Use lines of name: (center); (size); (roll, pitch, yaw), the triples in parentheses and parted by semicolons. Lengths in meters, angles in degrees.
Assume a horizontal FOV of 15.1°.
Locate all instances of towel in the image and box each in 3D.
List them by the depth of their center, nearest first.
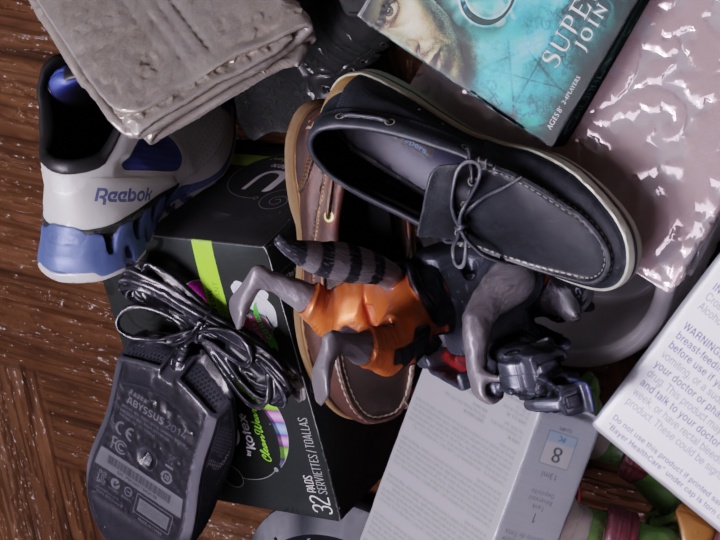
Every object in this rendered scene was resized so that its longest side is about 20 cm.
towel: (0.138, -0.119, 1.461); (0.190, 0.032, 0.201); (32, 105, 17)
towel: (-0.124, -0.171, 1.590); (0.200, 0.132, 0.035); (56, 170, 28)

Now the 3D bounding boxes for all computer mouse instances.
computer mouse: (-0.109, 0.096, 1.684); (0.138, 0.053, 0.201); (35, 124, 19)

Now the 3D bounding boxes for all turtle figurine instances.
turtle figurine: (0.204, 0.141, 1.553); (0.193, 0.200, 0.145); (27, 96, -17)

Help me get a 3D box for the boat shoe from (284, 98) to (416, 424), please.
boat shoe: (0.000, 0.000, 1.587); (0.070, 0.070, 0.201); (17, 123, 54)

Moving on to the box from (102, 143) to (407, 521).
box: (-0.059, 0.035, 1.723); (0.148, 0.124, 0.201); (5, 123, 36)

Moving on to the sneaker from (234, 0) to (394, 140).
sneaker: (-0.008, -0.128, 1.616); (0.199, 0.060, 0.105); (1, 120, 44)

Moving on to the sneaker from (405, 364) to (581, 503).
sneaker: (0.066, 0.078, 1.683); (0.074, 0.087, 0.201); (-34, 84, 8)

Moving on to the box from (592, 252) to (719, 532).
box: (0.259, 0.055, 1.442); (0.184, 0.105, 0.200); (39, 113, 10)

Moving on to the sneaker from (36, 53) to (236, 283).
sneaker: (-0.138, -0.092, 1.645); (0.080, 0.200, 0.116); (10, 128, 19)

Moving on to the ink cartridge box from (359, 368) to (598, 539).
ink cartridge box: (0.057, 0.154, 1.562); (0.160, 0.047, 0.201); (28, 100, 66)

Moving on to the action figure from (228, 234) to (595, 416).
action figure: (0.051, 0.021, 1.474); (0.200, 0.192, 0.105); (17, 114, 62)

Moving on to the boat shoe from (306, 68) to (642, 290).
boat shoe: (0.057, -0.040, 1.451); (0.199, 0.062, 0.075); (30, 133, 16)

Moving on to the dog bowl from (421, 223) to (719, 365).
dog bowl: (0.117, -0.034, 1.573); (0.199, 0.059, 0.201); (21, 130, 28)

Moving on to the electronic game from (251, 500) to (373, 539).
electronic game: (0.005, 0.242, 1.875); (0.199, 0.042, 0.201); (20, 128, 27)

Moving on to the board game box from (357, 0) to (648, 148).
board game box: (0.101, -0.185, 1.439); (0.135, 0.028, 0.201); (34, 107, 16)
